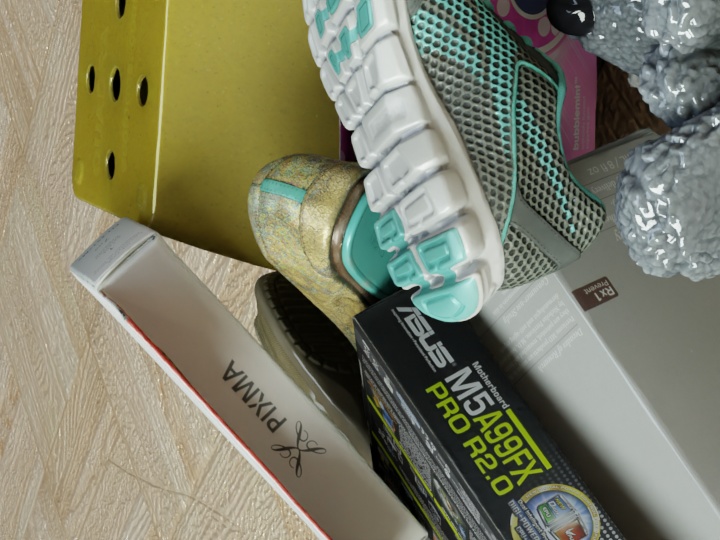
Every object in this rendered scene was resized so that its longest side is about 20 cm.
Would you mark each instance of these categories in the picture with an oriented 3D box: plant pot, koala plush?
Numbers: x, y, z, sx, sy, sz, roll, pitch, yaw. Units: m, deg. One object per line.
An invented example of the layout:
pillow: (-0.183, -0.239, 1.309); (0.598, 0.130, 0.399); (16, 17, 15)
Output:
plant pot: (-0.050, -0.095, 0.870); (0.200, 0.176, 0.200); (21, 108, 60)
koala plush: (0.151, -0.116, 0.659); (0.200, 0.184, 0.177); (-127, 20, -72)

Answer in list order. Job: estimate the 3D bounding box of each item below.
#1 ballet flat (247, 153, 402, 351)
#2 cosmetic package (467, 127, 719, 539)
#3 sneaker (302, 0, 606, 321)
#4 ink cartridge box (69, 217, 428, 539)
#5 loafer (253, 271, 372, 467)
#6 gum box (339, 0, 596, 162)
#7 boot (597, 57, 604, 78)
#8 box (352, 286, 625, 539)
ballet flat: (0.000, 0.000, 0.761); (0.071, 0.071, 0.200); (67, -173, 27)
cosmetic package: (0.132, 0.050, 0.709); (0.200, 0.107, 0.090); (54, 143, 16)
sneaker: (0.038, -0.080, 0.660); (0.078, 0.091, 0.200); (-34, 70, 63)
ink cartridge box: (-0.043, 0.066, 0.738); (0.200, 0.044, 0.174); (49, 171, -16)
loafer: (-0.011, 0.078, 0.940); (0.200, 0.076, 0.067); (56, 135, 38)
gum box: (0.051, -0.144, 0.743); (0.066, 0.113, 0.200); (9, 104, 44)
boot: (0.113, -0.092, 0.812); (0.186, 0.064, 0.200); (53, 134, 40)
box: (0.067, 0.122, 0.725); (0.200, 0.044, 0.160); (55, 166, 31)
